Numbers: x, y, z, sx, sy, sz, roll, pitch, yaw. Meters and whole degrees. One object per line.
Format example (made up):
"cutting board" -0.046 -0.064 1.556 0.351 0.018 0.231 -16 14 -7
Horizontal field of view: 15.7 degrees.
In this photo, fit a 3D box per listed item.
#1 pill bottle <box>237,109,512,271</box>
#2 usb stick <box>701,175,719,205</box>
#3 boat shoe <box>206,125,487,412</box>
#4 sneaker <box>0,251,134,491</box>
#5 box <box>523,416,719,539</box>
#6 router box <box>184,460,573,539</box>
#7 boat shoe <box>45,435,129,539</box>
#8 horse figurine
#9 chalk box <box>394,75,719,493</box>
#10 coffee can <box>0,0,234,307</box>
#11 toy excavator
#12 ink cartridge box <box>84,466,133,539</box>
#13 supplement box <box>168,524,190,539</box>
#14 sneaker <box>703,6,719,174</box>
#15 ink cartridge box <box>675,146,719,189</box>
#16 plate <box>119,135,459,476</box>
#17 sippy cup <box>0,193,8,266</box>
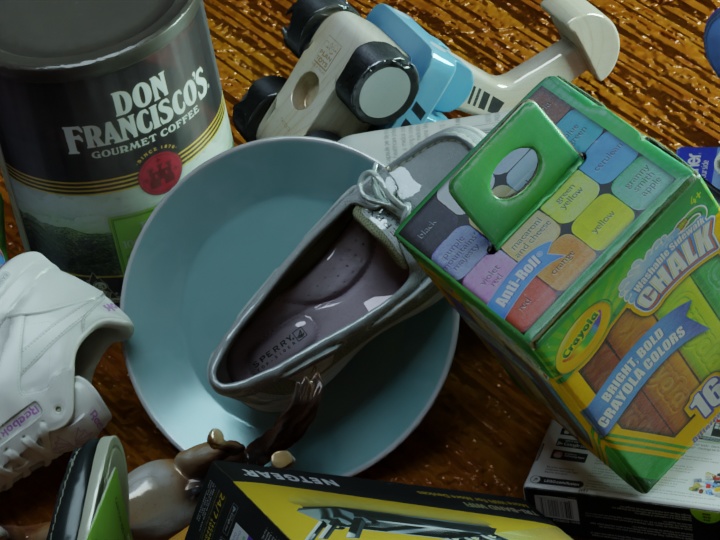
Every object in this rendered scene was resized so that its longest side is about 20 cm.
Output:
"pill bottle" 0.031 -0.028 1.540 0.199 0.115 0.115 -8 38 4
"usb stick" 0.199 -0.023 1.428 0.200 0.055 0.033 41 101 44
"boat shoe" -0.002 -0.001 1.423 0.202 0.065 0.075 -41 77 7
"sneaker" -0.200 0.087 1.454 0.099 0.075 0.200 25 74 15
"box" 0.198 0.103 1.398 0.199 0.035 0.110 6 41 21
"router box" 0.036 0.157 1.259 0.199 0.052 0.157 10 17 -35
"boat shoe" -0.160 0.179 1.296 0.066 0.074 0.200 6 85 13
"horse figurine" -0.108 0.119 1.410 0.199 0.133 0.050 -22 82 -14
"chalk box" 0.114 -0.005 1.339 0.124 0.200 0.124 -45 47 -4
"coffee can" -0.150 -0.083 1.583 0.146 0.201 0.147 -7 38 5
"toy excavator" 0.048 -0.113 1.664 0.195 0.200 0.100 -57 42 12
"ink cartridge box" -0.097 0.212 1.240 0.075 0.148 0.200 0 39 12
"supplement box" -0.030 0.197 1.312 0.066 0.069 0.200 -32 44 -27
"sneaker" 0.234 -0.096 1.475 0.146 0.081 0.200 -19 35 -36
"ink cartridge box" 0.242 -0.004 1.492 0.199 0.077 0.137 -1 39 15
"plate" -0.039 0.024 1.477 0.199 0.201 0.026 1 -4 15
"sippy cup" -0.260 0.019 1.539 0.139 0.131 0.178 -20 39 -10
